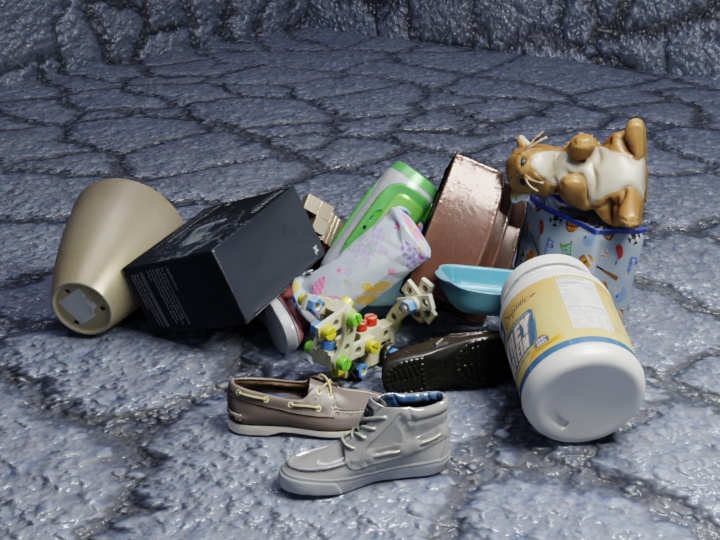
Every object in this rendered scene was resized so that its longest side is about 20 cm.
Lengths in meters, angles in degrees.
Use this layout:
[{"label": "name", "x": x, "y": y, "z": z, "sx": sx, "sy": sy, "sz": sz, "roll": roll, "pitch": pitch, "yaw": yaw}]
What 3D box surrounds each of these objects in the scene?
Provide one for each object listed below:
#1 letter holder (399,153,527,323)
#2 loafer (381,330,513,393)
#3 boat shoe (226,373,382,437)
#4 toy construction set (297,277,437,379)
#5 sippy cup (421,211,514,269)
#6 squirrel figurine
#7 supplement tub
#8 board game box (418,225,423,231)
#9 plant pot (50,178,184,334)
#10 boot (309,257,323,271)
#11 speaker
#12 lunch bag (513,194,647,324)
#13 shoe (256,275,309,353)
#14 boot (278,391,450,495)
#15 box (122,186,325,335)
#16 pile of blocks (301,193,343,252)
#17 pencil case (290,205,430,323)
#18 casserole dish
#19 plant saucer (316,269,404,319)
[{"label": "letter holder", "x": 0.158, "y": -0.040, "z": 1.543, "sx": 0.141, "sy": 0.202, "sz": 0.101, "roll": 22, "pitch": -8, "yaw": 0}, {"label": "loafer", "x": 0.116, "y": 0.109, "z": 1.401, "sx": 0.198, "sy": 0.074, "sz": 0.071, "roll": -6, "pitch": 23, "yaw": -14}, {"label": "boat shoe", "x": -0.062, "y": 0.158, "z": 1.301, "sx": 0.197, "sy": 0.060, "sz": 0.072, "roll": 0, "pitch": 21, "yaw": 1}, {"label": "toy construction set", "x": 0.007, "y": 0.072, "z": 1.421, "sx": 0.198, "sy": 0.133, "sz": 0.092, "roll": -13, "pitch": 25, "yaw": -29}, {"label": "sippy cup", "x": 0.160, "y": -0.032, "z": 1.669, "sx": 0.176, "sy": 0.141, "sz": 0.131, "roll": 0, "pitch": 21, "yaw": 4}, {"label": "squirrel figurine", "x": 0.298, "y": -0.130, "z": 1.492, "sx": 0.185, "sy": 0.143, "sz": 0.200, "roll": 2, "pitch": 2, "yaw": 19}, {"label": "supplement tub", "x": 0.246, "y": 0.089, "z": 1.298, "sx": 0.143, "sy": 0.146, "sz": 0.201, "roll": -3, "pitch": 37, "yaw": -5}, {"label": "board game box", "x": 0.118, "y": -0.067, "z": 1.816, "sx": 0.198, "sy": 0.039, "sz": 0.158, "roll": -9, "pitch": 6, "yaw": 8}, {"label": "plant pot", "x": -0.375, "y": -0.003, "z": 1.596, "sx": 0.185, "sy": 0.189, "sz": 0.201, "roll": 4, "pitch": 36, "yaw": 11}, {"label": "boot", "x": -0.130, "y": -0.035, "z": 1.782, "sx": 0.198, "sy": 0.070, "sz": 0.174, "roll": -16, "pitch": 27, "yaw": -30}, {"label": "speaker", "x": 0.024, "y": -0.055, "z": 1.557, "sx": 0.088, "sy": 0.201, "sz": 0.088, "roll": 36, "pitch": -1, "yaw": 0}, {"label": "lunch bag", "x": 0.301, "y": -0.012, "z": 1.563, "sx": 0.123, "sy": 0.172, "sz": 0.200, "roll": -1, "pitch": 18, "yaw": -33}, {"label": "shoe", "x": -0.093, "y": 0.055, "z": 1.547, "sx": 0.090, "sy": 0.072, "sz": 0.200, "roll": -13, "pitch": 19, "yaw": -15}, {"label": "boot", "x": 0.004, "y": 0.182, "z": 1.191, "sx": 0.198, "sy": 0.097, "sz": 0.074, "roll": -8, "pitch": 22, "yaw": -18}, {"label": "box", "x": -0.193, "y": -0.013, "z": 1.541, "sx": 0.199, "sy": 0.118, "sz": 0.197, "roll": -9, "pitch": 24, "yaw": 40}, {"label": "pile of blocks", "x": -0.061, "y": -0.050, "z": 1.643, "sx": 0.081, "sy": 0.063, "sz": 0.200, "roll": 15, "pitch": -15, "yaw": 26}, {"label": "pencil case", "x": 0.000, "y": 0.000, "z": 1.470, "sx": 0.199, "sy": 0.083, "sz": 0.091, "roll": -36, "pitch": 52, "yaw": 12}, {"label": "casserole dish", "x": 0.192, "y": 0.031, "z": 1.443, "sx": 0.198, "sy": 0.039, "sz": 0.121, "roll": 5, "pitch": 17, "yaw": -14}, {"label": "plant saucer", "x": 0.019, "y": 0.030, "z": 1.657, "sx": 0.197, "sy": 0.036, "sz": 0.200, "roll": -1, "pitch": 22, "yaw": 0}]
